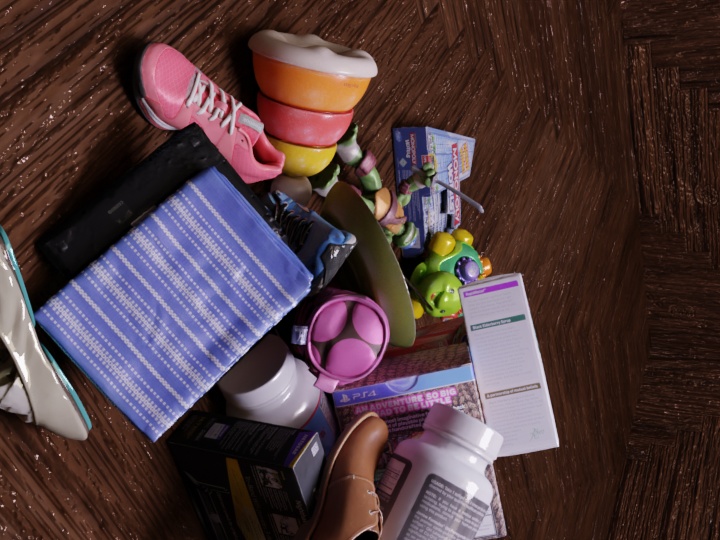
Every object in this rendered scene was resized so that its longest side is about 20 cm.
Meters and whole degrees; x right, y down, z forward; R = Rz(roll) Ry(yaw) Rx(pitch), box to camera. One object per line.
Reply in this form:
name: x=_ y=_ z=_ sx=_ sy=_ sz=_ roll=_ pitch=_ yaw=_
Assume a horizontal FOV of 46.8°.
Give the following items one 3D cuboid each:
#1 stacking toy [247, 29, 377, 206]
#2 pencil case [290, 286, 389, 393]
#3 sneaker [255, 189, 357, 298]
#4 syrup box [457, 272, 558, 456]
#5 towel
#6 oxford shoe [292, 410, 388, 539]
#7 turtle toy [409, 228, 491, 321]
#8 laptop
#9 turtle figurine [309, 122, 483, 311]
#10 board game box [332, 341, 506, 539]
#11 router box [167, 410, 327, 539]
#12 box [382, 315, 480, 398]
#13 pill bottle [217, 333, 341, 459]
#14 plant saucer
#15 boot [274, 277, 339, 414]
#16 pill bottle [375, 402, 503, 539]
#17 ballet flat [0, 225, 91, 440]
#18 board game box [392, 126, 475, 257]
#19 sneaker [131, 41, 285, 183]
stacking toy: x=-0.069 y=-0.157 z=0.936 sx=0.146 sy=0.145 sz=0.203 roll=-22 pitch=130 yaw=-59
pencil case: x=-0.029 y=0.065 z=0.854 sx=0.200 sy=0.089 sz=0.095 roll=-178 pitch=-75 yaw=-84
sneaker: x=-0.076 y=-0.036 z=0.865 sx=0.090 sy=0.199 sz=0.079 roll=40 pitch=83 yaw=-28
syrup box: x=0.174 y=0.110 z=0.986 sx=0.079 sy=0.080 sz=0.203 roll=32 pitch=47 yaw=-78
towel: x=-0.149 y=0.023 z=0.701 sx=0.200 sy=0.024 sz=0.145 roll=-45 pitch=99 yaw=-22
oxford shoe: x=-0.004 y=0.226 z=0.795 sx=0.072 sy=0.070 sz=0.202 roll=62 pitch=40 yaw=-41
turtle toy: x=0.135 y=0.022 z=1.279 sx=0.199 sy=0.100 sz=0.147 roll=-12 pitch=129 yaw=-61
laptop: x=-0.162 y=0.005 z=0.767 sx=0.177 sy=0.103 sz=0.201 roll=-43 pitch=100 yaw=-23
turtle figurine: x=0.042 y=-0.091 z=1.069 sx=0.144 sy=0.200 sz=0.193 roll=-47 pitch=123 yaw=6
board game box: x=0.068 y=0.204 z=0.955 sx=0.097 sy=0.157 sz=0.203 roll=-62 pitch=141 yaw=-80
router box: x=-0.097 y=0.246 z=0.860 sx=0.052 sy=0.155 sz=0.202 roll=-50 pitch=135 yaw=-47
box: x=0.062 y=0.136 z=1.083 sx=0.102 sy=0.198 sz=0.096 roll=-27 pitch=97 yaw=-57
pill bottle: x=-0.084 y=0.168 z=0.926 sx=0.109 sy=0.107 sz=0.201 roll=-62 pitch=142 yaw=-38
plant saucer: x=0.000 y=0.000 z=0.931 sx=0.031 sy=0.200 sz=0.202 roll=-24 pitch=122 yaw=-15
boot: x=-0.041 y=0.071 z=1.039 sx=0.144 sy=0.071 sz=0.202 roll=-49 pitch=131 yaw=-51
pill bottle: x=0.066 y=0.241 z=0.837 sx=0.202 sy=0.110 sz=0.111 roll=-62 pitch=146 yaw=-11
ballet flat: x=-0.269 y=0.059 z=0.629 sx=0.070 sy=0.069 sz=0.202 roll=-48 pitch=131 yaw=-49
board game box: x=0.126 y=-0.143 z=1.334 sx=0.199 sy=0.061 sz=0.203 roll=-31 pitch=120 yaw=-56
sneaker: x=-0.139 y=-0.153 z=0.811 sx=0.200 sy=0.086 sz=0.075 roll=48 pitch=51 yaw=-53
